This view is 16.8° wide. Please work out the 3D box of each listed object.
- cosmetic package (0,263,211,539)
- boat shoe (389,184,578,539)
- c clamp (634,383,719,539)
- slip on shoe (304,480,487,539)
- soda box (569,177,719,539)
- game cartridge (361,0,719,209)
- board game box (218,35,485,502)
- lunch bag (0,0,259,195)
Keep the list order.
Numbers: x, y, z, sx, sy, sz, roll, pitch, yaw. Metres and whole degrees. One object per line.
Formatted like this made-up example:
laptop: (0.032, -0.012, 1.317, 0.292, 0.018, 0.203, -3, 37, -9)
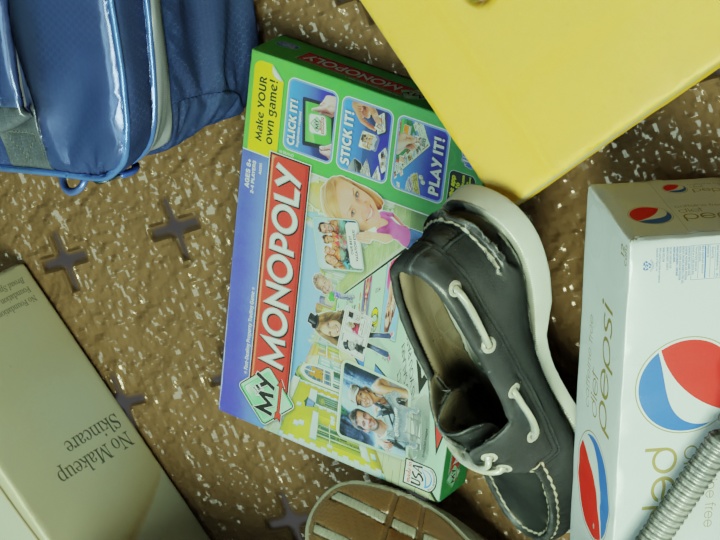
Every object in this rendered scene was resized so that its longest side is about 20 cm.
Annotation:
cosmetic package: (-0.175, 0.108, 1.307, 0.073, 0.104, 0.200, -38, 87, 39)
boat shoe: (0.059, 0.056, 1.114, 0.074, 0.060, 0.200, 25, 142, 37)
c clamp: (0.149, 0.120, 1.054, 0.171, 0.027, 0.200, 32, 105, -21)
slip on shoe: (0.061, 0.172, 1.193, 0.200, 0.061, 0.076, 26, 79, 19)
soda box: (0.134, 0.063, 1.079, 0.064, 0.068, 0.200, -3, 114, -11)
game cartridge: (0.090, -0.149, 1.043, 0.200, 0.032, 0.176, -34, 88, 29)
board game box: (0.000, 0.000, 1.185, 0.135, 0.029, 0.200, 20, 120, 26)
lunch bag: (-0.141, -0.133, 1.161, 0.136, 0.132, 0.200, 6, 112, 33)
